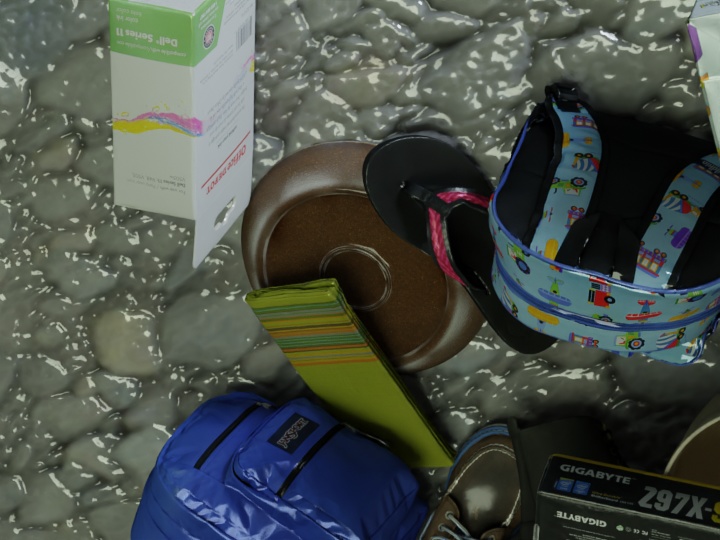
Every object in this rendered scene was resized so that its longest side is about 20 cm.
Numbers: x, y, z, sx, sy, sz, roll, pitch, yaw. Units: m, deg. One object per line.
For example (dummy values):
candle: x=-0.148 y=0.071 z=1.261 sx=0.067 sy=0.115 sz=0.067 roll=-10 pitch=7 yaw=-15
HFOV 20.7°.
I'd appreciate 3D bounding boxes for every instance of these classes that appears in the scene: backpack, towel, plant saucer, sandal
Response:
backpack: x=-0.064 y=0.181 z=1.524 sx=0.200 sy=0.162 sz=0.168 roll=30 pitch=125 yaw=14
backpack: x=0.168 y=-0.013 z=1.293 sx=0.182 sy=0.200 sz=0.135 roll=17 pitch=124 yaw=10
towel: x=-0.005 y=0.082 z=1.494 sx=0.086 sy=0.018 sz=0.200 roll=-4 pitch=134 yaw=38
plant saucer: x=0.000 y=0.000 z=1.468 sx=0.200 sy=0.032 sz=0.201 roll=9 pitch=122 yaw=14
sandal: x=0.082 y=-0.020 z=1.399 sx=0.075 sy=0.045 sz=0.200 roll=-44 pitch=106 yaw=-3

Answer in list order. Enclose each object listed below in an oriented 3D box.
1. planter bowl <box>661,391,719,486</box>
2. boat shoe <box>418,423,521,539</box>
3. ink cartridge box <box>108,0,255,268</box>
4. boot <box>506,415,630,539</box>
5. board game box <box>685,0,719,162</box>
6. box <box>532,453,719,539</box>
planter bowl: x=0.319 y=0.138 z=1.366 sx=0.200 sy=0.135 sz=0.201 roll=11 pitch=124 yaw=17
boat shoe: x=0.085 y=0.208 z=1.533 sx=0.072 sy=0.072 sz=0.200 roll=25 pitch=124 yaw=5
ink cartridge box: x=-0.124 y=-0.116 z=1.391 sx=0.067 sy=0.117 sz=0.200 roll=12 pitch=122 yaw=15
boot: x=0.211 y=0.165 z=1.464 sx=0.200 sy=0.139 sz=0.077 roll=-5 pitch=165 yaw=-14
board game box: x=0.269 y=-0.150 z=1.173 sx=0.105 sy=0.200 sz=0.103 roll=-7 pitch=117 yaw=23
box: x=0.216 y=0.218 z=1.344 sx=0.200 sy=0.049 sz=0.160 roll=10 pitch=126 yaw=16
